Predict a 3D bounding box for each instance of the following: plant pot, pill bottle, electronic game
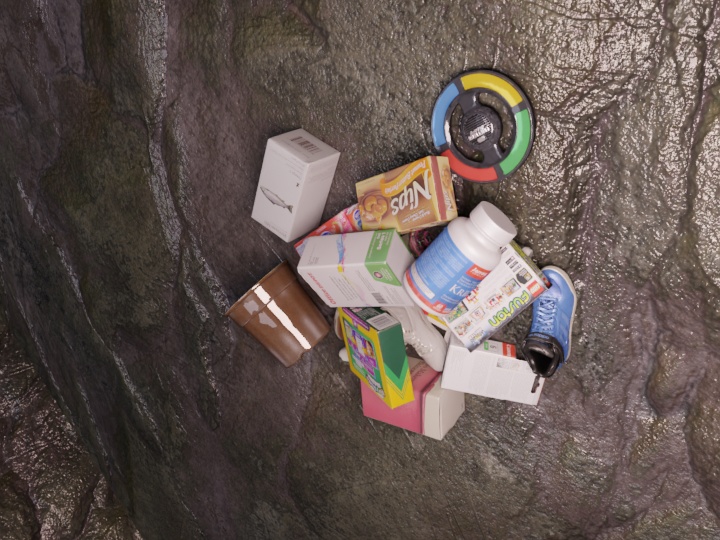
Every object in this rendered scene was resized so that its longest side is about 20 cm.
[{"bbox_3d":[-0.186,0.113,1.465,0.198,0.200,0.200,48,131,-2],"label":"plant pot"},{"bbox_3d":[0.175,-0.022,1.068,0.112,0.112,0.200,46,119,10],"label":"pill bottle"},{"bbox_3d":[0.215,-0.254,1.085,0.199,0.042,0.202,16,119,30],"label":"electronic game"}]

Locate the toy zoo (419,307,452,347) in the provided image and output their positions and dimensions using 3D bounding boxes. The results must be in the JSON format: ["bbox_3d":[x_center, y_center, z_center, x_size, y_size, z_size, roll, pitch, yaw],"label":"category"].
[{"bbox_3d":[0.143,0.091,1.313,0.199,0.020,0.132,29,125,22],"label":"toy zoo"}]

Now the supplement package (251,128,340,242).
[{"bbox_3d":[-0.144,-0.186,1.331,0.117,0.117,0.201,33,127,19],"label":"supplement package"}]

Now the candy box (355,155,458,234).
[{"bbox_3d":[0.081,-0.130,1.135,0.199,0.055,0.117,-12,87,46],"label":"candy box"}]

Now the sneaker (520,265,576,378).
[{"bbox_3d":[0.342,0.100,1.110,0.076,0.111,0.202,9,116,33],"label":"sneaker"}]

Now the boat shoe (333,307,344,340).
[{"bbox_3d":[-0.008,0.085,1.388,0.071,0.076,0.201,27,126,21],"label":"boat shoe"}]

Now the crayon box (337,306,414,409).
[{"bbox_3d":[0.028,0.160,1.245,0.200,0.058,0.174,31,137,61],"label":"crayon box"}]

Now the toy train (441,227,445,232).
[{"bbox_3d":[0.209,0.002,1.217,0.045,0.034,0.202,-11,103,27],"label":"toy train"}]

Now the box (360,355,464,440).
[{"bbox_3d":[0.116,0.271,1.346,0.199,0.128,0.110,9,115,32],"label":"box"}]

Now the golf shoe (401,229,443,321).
[{"bbox_3d":[0.136,0.015,1.251,0.092,0.072,0.201,-31,79,47],"label":"golf shoe"}]

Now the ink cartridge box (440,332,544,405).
[{"bbox_3d":[0.270,0.201,1.239,0.198,0.050,0.110,10,119,5],"label":"ink cartridge box"}]

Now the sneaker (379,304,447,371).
[{"bbox_3d":[0.107,0.146,1.275,0.073,0.115,0.201,-32,92,39],"label":"sneaker"}]

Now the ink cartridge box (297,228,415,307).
[{"bbox_3d":[0.000,0.000,1.188,0.199,0.084,0.145,-3,143,30],"label":"ink cartridge box"}]

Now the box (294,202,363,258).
[{"bbox_3d":[-0.041,-0.063,1.315,0.200,0.095,0.100,-30,92,48],"label":"box"}]

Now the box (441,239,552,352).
[{"bbox_3d":[0.240,0.050,1.121,0.110,0.035,0.200,50,121,10],"label":"box"}]

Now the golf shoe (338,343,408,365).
[{"bbox_3d":[0.021,0.161,1.402,0.199,0.077,0.089,-21,95,38],"label":"golf shoe"}]

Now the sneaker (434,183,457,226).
[{"bbox_3d":[0.111,-0.143,1.198,0.199,0.076,0.115,5,92,52],"label":"sneaker"}]

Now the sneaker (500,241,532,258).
[{"bbox_3d":[0.245,0.022,1.177,0.111,0.073,0.201,30,117,23],"label":"sneaker"}]
